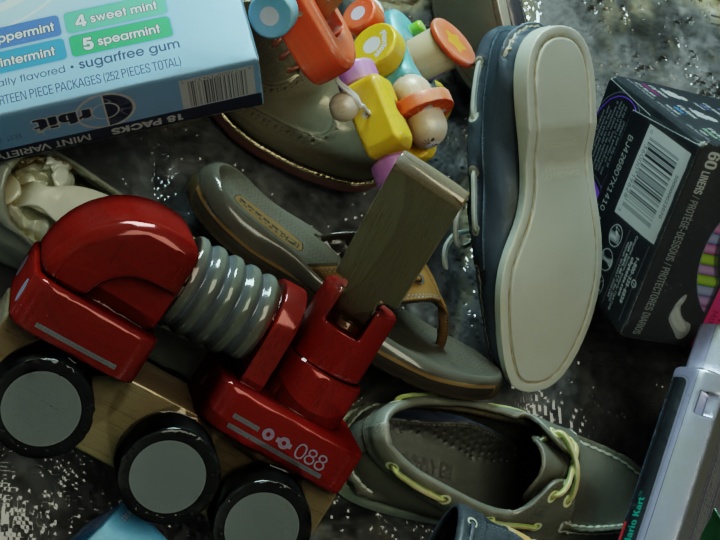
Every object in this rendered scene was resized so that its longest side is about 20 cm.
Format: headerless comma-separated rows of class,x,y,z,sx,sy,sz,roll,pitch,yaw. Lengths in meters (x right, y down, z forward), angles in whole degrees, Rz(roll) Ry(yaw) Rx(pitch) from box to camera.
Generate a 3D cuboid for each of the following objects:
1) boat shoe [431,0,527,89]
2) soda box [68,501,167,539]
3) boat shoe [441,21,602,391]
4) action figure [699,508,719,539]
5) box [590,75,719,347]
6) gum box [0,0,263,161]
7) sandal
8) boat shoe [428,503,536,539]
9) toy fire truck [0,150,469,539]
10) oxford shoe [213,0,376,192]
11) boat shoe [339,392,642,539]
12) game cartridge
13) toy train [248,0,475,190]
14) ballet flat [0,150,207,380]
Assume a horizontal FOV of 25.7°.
boat shoe,0.076,-0.195,0.950,0.063,0.073,0.201,-8,72,-27
soda box,-0.153,0.197,0.692,0.068,0.064,0.200,47,58,-6
boat shoe,0.087,-0.035,0.873,0.075,0.062,0.201,-11,103,-36
action figure,0.175,0.208,0.764,0.055,0.200,0.118,-16,59,-5
box,0.229,-0.024,0.922,0.199,0.106,0.123,8,114,-26
gum box,-0.152,-0.156,0.771,0.169,0.045,0.201,-13,65,-6
sandal,0.000,0.000,0.832,0.200,0.082,0.055,39,104,-4
boat shoe,0.020,0.189,0.739,0.062,0.075,0.200,42,54,-3
toy fire truck,-0.055,0.016,0.713,0.176,0.129,0.200,31,96,-17
oxford shoe,-0.053,-0.120,0.851,0.200,0.075,0.071,40,58,-11
boat shoe,0.081,0.110,0.850,0.201,0.060,0.072,14,67,-23
game cartridge,0.174,0.142,0.857,0.200,0.038,0.130,-65,147,-27
toy train,0.008,-0.127,0.833,0.151,0.056,0.200,61,19,-10
ballet flat,-0.102,0.004,0.788,0.200,0.064,0.068,29,60,-17
